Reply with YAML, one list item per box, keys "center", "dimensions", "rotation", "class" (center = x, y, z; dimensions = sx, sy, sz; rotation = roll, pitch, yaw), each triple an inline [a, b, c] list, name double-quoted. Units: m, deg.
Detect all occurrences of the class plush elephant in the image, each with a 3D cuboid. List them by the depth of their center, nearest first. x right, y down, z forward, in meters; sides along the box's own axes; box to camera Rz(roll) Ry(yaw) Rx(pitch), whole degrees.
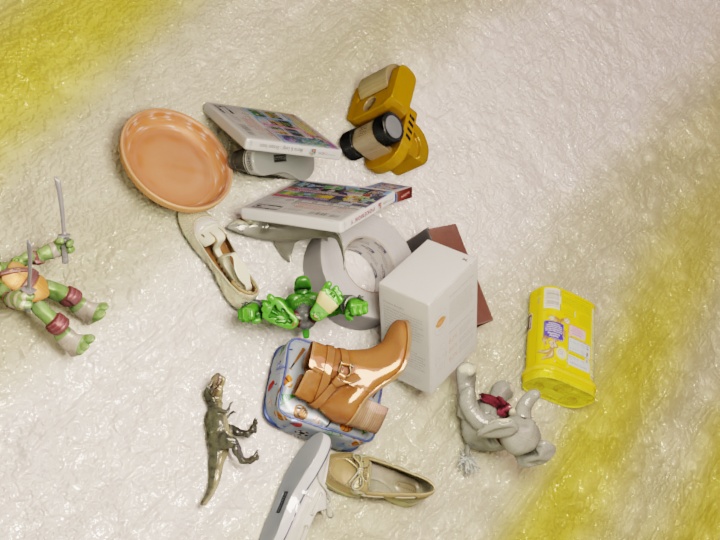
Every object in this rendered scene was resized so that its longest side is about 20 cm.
- center: [0.253, 0.263, 1.803]
  dimensions: [0.164, 0.154, 0.202]
  rotation: [36, 58, -40]
  class: "plush elephant"

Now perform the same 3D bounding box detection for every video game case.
- center: [-0.070, -0.110, 1.739]
  dimensions: [0.182, 0.198, 0.023]
  rotation: [-33, 126, -53]
  class: "video game case"
- center: [-0.153, -0.240, 1.777]
  dimensions: [0.180, 0.024, 0.200]
  rotation: [3, 23, -32]
  class: "video game case"

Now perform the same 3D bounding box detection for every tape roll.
- center: [0.000, 0.000, 1.826]
  dimensions: [0.199, 0.066, 0.202]
  rotation: [14, 62, -28]
  class: "tape roll"

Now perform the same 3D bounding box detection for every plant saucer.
- center: [-0.307, -0.177, 1.705]
  dimensions: [0.199, 0.037, 0.202]
  rotation: [21, 48, -25]
  class: "plant saucer"

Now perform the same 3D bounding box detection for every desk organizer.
- center: [0.166, 0.020, 1.922]
  dimensions: [0.076, 0.072, 0.202]
  rotation: [-12, 76, -38]
  class: "desk organizer"

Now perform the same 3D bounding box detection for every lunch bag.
- center: [-0.055, 0.200, 1.698]
  dimensions: [0.198, 0.075, 0.162]
  rotation: [22, 57, -22]
  class: "lunch bag"

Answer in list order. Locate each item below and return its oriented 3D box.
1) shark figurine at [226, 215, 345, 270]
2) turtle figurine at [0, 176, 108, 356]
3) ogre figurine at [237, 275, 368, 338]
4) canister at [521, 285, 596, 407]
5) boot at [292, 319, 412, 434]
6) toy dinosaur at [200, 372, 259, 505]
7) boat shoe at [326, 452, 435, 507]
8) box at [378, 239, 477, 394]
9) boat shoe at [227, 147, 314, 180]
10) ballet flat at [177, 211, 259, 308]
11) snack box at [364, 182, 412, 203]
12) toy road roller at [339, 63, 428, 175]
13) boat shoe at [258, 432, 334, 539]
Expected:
- center: [-0.106, -0.052, 1.760]
  dimensions: [0.128, 0.212, 0.091]
  rotation: [-36, 133, -65]
  class: "shark figurine"
- center: [-0.436, 0.017, 1.470]
  dimensions: [0.200, 0.144, 0.194]
  rotation: [-42, 119, 3]
  class: "turtle figurine"
- center: [-0.094, 0.062, 1.678]
  dimensions: [0.198, 0.120, 0.099]
  rotation: [-24, 92, -4]
  class: "ogre figurine"
- center: [0.387, 0.145, 2.001]
  dimensions: [0.147, 0.086, 0.202]
  rotation: [23, 57, -23]
  class: "canister"
- center: [-0.010, 0.143, 1.645]
  dimensions: [0.154, 0.074, 0.202]
  rotation: [26, 68, -11]
  class: "boot"
- center: [-0.201, 0.262, 1.594]
  dimensions: [0.087, 0.048, 0.202]
  rotation: [5, 67, -15]
  class: "toy dinosaur"
- center: [0.027, 0.340, 1.695]
  dimensions: [0.199, 0.063, 0.074]
  rotation: [23, 58, -23]
  class: "boat shoe"
- center: [0.118, 0.079, 1.774]
  dimensions: [0.106, 0.202, 0.152]
  rotation: [22, 44, 31]
  class: "box"
- center: [-0.153, -0.194, 1.804]
  dimensions: [0.199, 0.063, 0.072]
  rotation: [-4, 93, -59]
  class: "boat shoe"
- center: [-0.225, -0.032, 1.695]
  dimensions: [0.067, 0.062, 0.201]
  rotation: [-33, 89, -38]
  class: "ballet flat"
- center: [0.010, -0.128, 1.858]
  dimensions: [0.199, 0.071, 0.025]
  rotation: [-22, 116, -50]
  class: "snack box"
- center: [0.059, -0.272, 1.955]
  dimensions: [0.146, 0.122, 0.202]
  rotation: [34, 54, -34]
  class: "toy road roller"
- center: [-0.078, 0.358, 1.609]
  dimensions: [0.086, 0.074, 0.203]
  rotation: [35, 64, -24]
  class: "boat shoe"
